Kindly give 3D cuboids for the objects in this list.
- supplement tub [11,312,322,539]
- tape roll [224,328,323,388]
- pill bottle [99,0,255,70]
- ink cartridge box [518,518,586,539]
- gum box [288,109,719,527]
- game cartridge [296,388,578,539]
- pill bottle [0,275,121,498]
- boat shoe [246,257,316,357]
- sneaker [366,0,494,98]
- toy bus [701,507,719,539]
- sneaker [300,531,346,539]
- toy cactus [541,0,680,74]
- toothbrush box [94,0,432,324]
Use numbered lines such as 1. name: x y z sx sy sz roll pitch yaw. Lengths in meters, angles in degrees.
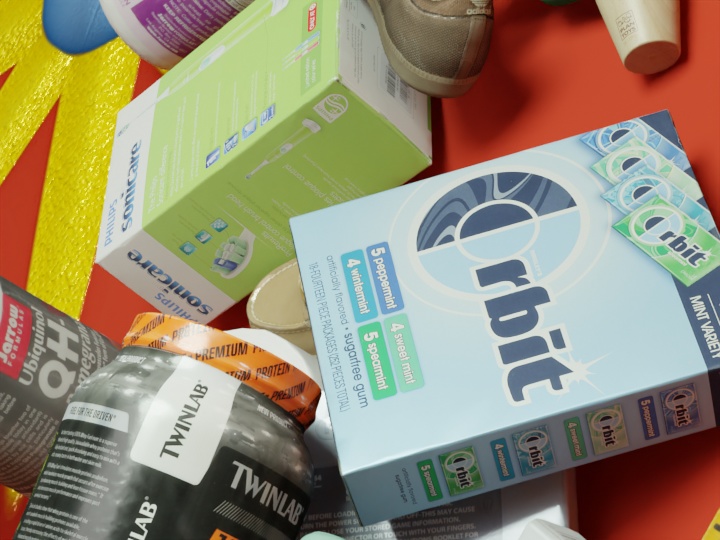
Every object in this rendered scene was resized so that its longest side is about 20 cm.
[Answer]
1. supplement tub: -0.096 0.130 0.972 0.122 0.122 0.202 5 69 50
2. tape roll: -0.070 0.135 1.153 0.202 0.071 0.204 -30 44 33
3. pill bottle: -0.071 -0.218 1.379 0.199 0.112 0.113 -28 45 34
4. ink cartridge box: 0.094 0.238 0.890 0.199 0.040 0.201 36 101 48
5. gum box: 0.076 0.019 1.014 0.198 0.045 0.171 -17 45 2
6. game cartridge: 0.008 0.120 1.027 0.198 0.040 0.135 -7 70 16
7. pill bottle: -0.224 0.061 1.275 0.110 0.199 0.112 -27 46 33
8. boat shoe: 0.000 0.000 1.175 0.199 0.064 0.072 -16 52 43
9. sneaker: 0.026 -0.187 1.201 0.201 0.070 0.076 59 140 35
10. toy bus: 0.216 0.145 0.820 0.079 0.065 0.200 -57 36 -3
11. sneaker: -0.030 0.218 0.930 0.077 0.201 0.140 21 48 25
12. toy cactus: 0.139 -0.186 1.143 0.199 0.102 0.166 -24 56 25
13. toothbrush box: -0.057 -0.080 1.270 0.199 0.086 0.146 -34 33 26
